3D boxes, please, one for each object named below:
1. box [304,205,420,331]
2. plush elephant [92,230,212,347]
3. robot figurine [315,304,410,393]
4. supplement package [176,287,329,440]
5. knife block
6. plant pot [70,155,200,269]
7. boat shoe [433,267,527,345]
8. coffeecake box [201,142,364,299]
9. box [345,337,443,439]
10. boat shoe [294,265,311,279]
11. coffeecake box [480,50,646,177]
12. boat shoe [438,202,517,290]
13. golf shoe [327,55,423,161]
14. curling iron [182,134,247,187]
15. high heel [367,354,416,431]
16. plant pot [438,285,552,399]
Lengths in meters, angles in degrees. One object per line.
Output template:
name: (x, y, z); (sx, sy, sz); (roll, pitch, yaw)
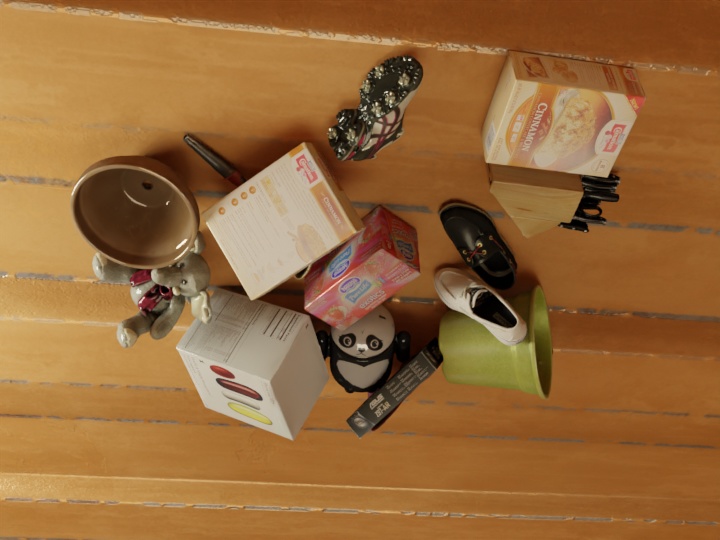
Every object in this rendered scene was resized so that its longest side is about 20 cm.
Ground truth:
box: (0.000, 0.000, 1.627); (0.094, 0.104, 0.199); (30, 129, -32)
plush elephant: (-0.317, 0.021, 1.595); (0.197, 0.168, 0.154); (-6, 163, -42)
robot figurine: (0.002, 0.144, 1.765); (0.149, 0.125, 0.202); (-32, 147, -28)
supplement package: (-0.187, 0.167, 1.711); (0.197, 0.148, 0.193); (15, 144, 25)
knife block: (0.315, -0.134, 1.526); (0.173, 0.065, 0.200); (-26, 132, 23)
plant pot: (-0.341, -0.107, 1.488); (0.196, 0.094, 0.203); (2, 132, 3)
boat shoe: (0.200, 0.052, 1.641); (0.072, 0.200, 0.066); (-42, 149, -7)
coffeecake box: (-0.117, -0.076, 1.469); (0.198, 0.073, 0.155); (-32, 90, 14)
box: (0.072, 0.218, 1.798); (0.200, 0.160, 0.044); (-44, 85, 14)
boat shoe: (-0.082, -0.072, 1.572); (0.072, 0.063, 0.202); (5, 137, -7)
coffeecake box: (0.294, -0.228, 1.415); (0.196, 0.074, 0.155); (5, 136, -10)
boat shoe: (0.204, -0.041, 1.625); (0.073, 0.064, 0.201); (-26, 131, 27)
golf shoe: (0.035, -0.236, 1.407); (0.087, 0.078, 0.200); (7, 144, -41)
curling iron: (-0.210, -0.144, 1.513); (0.049, 0.026, 0.200); (-27, 132, 20)
high heel: (0.088, 0.242, 1.899); (0.067, 0.097, 0.199); (29, 129, -30)
plant pot: (0.243, 0.136, 1.741); (0.180, 0.203, 0.202); (-5, 139, 19)
